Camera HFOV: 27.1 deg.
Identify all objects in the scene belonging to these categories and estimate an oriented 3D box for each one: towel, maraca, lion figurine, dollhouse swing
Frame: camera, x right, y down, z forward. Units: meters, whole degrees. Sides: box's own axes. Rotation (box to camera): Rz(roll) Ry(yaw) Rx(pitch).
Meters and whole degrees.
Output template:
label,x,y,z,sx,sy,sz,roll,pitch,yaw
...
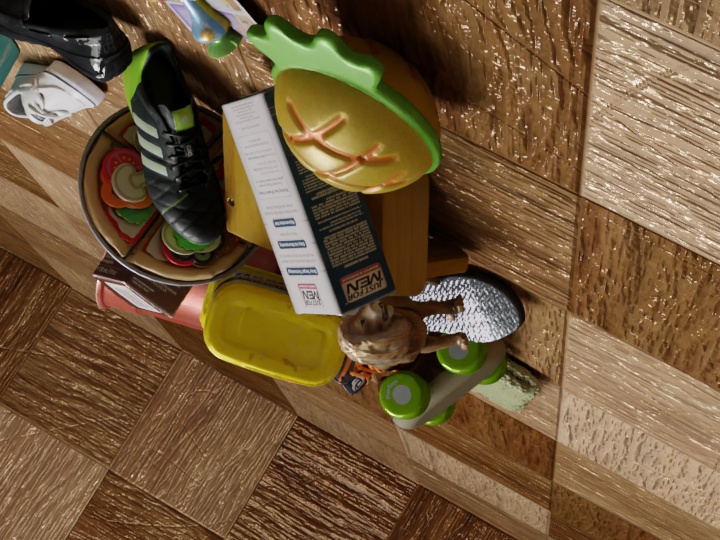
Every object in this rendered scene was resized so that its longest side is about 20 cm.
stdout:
label,x,y,z,sx,sy,sz,roll,pitch,yaw
towel,0.131,0.109,1.866,0.200,0.037,0.148,31,167,5
maraca,-0.009,-0.125,1.101,0.137,0.107,0.200,16,162,27
lion figurine,0.035,0.041,1.453,0.122,0.073,0.200,-7,-168,-2
dollhouse swing,0.001,-0.079,1.434,0.200,0.176,0.182,22,124,36

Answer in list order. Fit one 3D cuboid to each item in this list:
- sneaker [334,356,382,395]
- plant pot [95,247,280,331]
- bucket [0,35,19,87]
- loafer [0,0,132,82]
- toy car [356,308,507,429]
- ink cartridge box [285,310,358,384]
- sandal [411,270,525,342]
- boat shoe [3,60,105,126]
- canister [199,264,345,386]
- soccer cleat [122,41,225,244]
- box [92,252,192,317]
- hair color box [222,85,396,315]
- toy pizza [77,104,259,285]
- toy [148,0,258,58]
label,x,y,z,sx,sy,sz,roll,pitch,yaw
sneaker,0.033,0.128,1.990,0.200,0.112,0.078,25,167,26
plant pot,-0.195,-0.011,1.847,0.195,0.201,0.201,22,167,4
bucket,-0.510,-0.249,1.742,0.207,0.135,0.207,29,168,7
loafer,-0.300,-0.249,1.425,0.200,0.068,0.070,29,148,24
toy car,0.055,0.067,1.730,0.200,0.158,0.164,53,-173,16
ink cartridge box,-0.064,0.062,1.886,0.084,0.144,0.200,31,168,-9
sandal,0.093,0.033,1.586,0.200,0.043,0.076,0,112,44
boat shoe,-0.362,-0.200,1.746,0.074,0.065,0.200,38,166,-27
canister,-0.087,0.054,1.514,0.148,0.087,0.200,18,-177,-6
soccer cleat,-0.177,-0.122,1.428,0.081,0.067,0.200,-17,93,64
box,-0.193,-0.053,1.606,0.075,0.200,0.100,40,165,-26
hair color box,-0.046,-0.064,1.297,0.100,0.060,0.200,0,111,65
toy pizza,-0.180,-0.083,1.486,0.200,0.200,0.032,33,152,-10
toy,-0.166,-0.235,1.183,0.115,0.047,0.200,17,162,44
